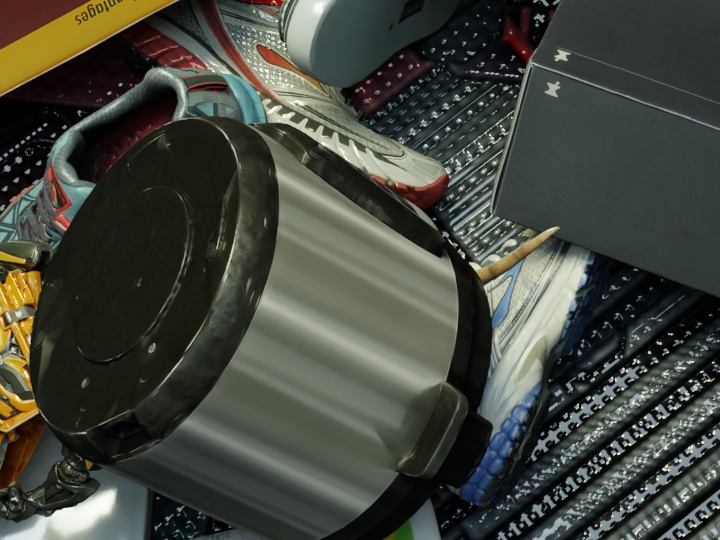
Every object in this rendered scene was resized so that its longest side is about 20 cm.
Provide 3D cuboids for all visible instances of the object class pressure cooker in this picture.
[{"bbox_3d":[-0.036,0.039,1.235,0.178,0.199,0.177,-36,40,34],"label":"pressure cooker"}]

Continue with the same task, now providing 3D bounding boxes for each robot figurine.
[{"bbox_3d":[-0.207,0.075,1.311,0.200,0.058,0.146,-36,73,25],"label":"robot figurine"}]

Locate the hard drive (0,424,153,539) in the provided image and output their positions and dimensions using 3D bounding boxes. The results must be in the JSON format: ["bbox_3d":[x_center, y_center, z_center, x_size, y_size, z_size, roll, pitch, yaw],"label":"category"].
[{"bbox_3d":[-0.173,0.077,1.383,0.131,0.027,0.202,2,76,4],"label":"hard drive"}]

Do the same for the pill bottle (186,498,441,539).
[{"bbox_3d":[-0.051,0.184,1.302,0.198,0.111,0.112,-13,75,-2],"label":"pill bottle"}]

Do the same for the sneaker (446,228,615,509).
[{"bbox_3d":[0.074,0.018,1.361,0.085,0.077,0.201,24,77,13],"label":"sneaker"}]

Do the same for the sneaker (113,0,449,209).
[{"bbox_3d":[-0.035,-0.100,1.395,0.199,0.078,0.082,34,78,11],"label":"sneaker"}]

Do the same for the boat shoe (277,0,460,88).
[{"bbox_3d":[-0.017,-0.152,1.363,0.090,0.200,0.071,28,112,15],"label":"boat shoe"}]

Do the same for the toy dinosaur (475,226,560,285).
[{"bbox_3d":[0.000,0.000,1.339,0.199,0.107,0.060,22,45,24],"label":"toy dinosaur"}]

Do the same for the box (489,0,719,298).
[{"bbox_3d":[0.190,-0.085,1.324,0.199,0.105,0.183,20,42,8],"label":"box"}]

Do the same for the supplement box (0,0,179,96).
[{"bbox_3d":[-0.195,-0.208,1.347,0.196,0.133,0.201,-27,105,7],"label":"supplement box"}]

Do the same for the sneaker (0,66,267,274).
[{"bbox_3d":[-0.145,-0.040,1.335,0.200,0.095,0.079,-43,69,11],"label":"sneaker"}]
